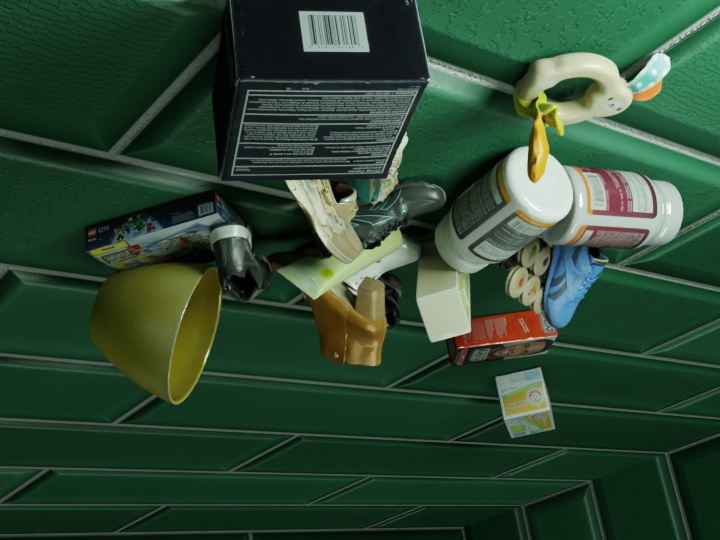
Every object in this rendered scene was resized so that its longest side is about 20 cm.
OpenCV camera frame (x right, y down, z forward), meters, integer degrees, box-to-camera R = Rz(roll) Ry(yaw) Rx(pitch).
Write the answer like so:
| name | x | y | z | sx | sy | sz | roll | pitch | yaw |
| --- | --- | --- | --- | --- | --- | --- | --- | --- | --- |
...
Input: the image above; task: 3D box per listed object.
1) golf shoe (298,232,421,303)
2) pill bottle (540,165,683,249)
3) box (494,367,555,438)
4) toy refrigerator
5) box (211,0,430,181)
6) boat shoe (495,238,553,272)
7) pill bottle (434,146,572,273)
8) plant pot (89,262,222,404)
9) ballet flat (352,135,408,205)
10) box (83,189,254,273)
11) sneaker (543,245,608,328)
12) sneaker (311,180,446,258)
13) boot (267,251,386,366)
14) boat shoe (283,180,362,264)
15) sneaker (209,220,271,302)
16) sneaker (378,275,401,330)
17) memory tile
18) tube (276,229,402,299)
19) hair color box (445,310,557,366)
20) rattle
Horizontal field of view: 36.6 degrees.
| name | x | y | z | sx | sy | sz | roll | pitch | yaw |
| --- | --- | --- | --- | --- | --- | --- | --- | --- | --- |
| golf shoe | 0.000 | 0.000 | 1.674 | 0.198 | 0.093 | 0.073 | -12 | 157 | 2 |
| pill bottle | 0.361 | -0.089 | 1.585 | 0.198 | 0.115 | 0.114 | 3 | 154 | -26 |
| box | 0.382 | 0.308 | 2.518 | 0.111 | 0.102 | 0.200 | -13 | 157 | 9 |
| toy refrigerator | 0.129 | 0.023 | 1.647 | 0.069 | 0.076 | 0.200 | -15 | -159 | 12 |
| box | -0.051 | -0.195 | 1.163 | 0.198 | 0.124 | 0.199 | -2 | 155 | -14 |
| boat shoe | 0.237 | -0.034 | 1.721 | 0.200 | 0.067 | 0.072 | 10 | 150 | -40 |
| pill bottle | 0.197 | -0.080 | 1.539 | 0.115 | 0.117 | 0.200 | 5 | 153 | -31 |
| plant pot | -0.295 | 0.071 | 1.535 | 0.141 | 0.202 | 0.200 | 16 | 158 | 8 |
| ballet flat | 0.027 | -0.153 | 1.386 | 0.064 | 0.076 | 0.200 | -36 | 168 | -18 |
| box | -0.266 | -0.044 | 1.531 | 0.198 | 0.038 | 0.137 | -15 | 157 | 11 |
| sneaker | 0.342 | 0.009 | 1.716 | 0.078 | 0.202 | 0.066 | 23 | -151 | 32 |
| sneaker | 0.027 | -0.070 | 1.541 | 0.198 | 0.080 | 0.076 | -13 | 157 | 3 |
| boot | -0.055 | 0.062 | 1.614 | 0.200 | 0.071 | 0.145 | 19 | 120 | 20 |
| boat shoe | -0.037 | -0.089 | 1.428 | 0.069 | 0.074 | 0.200 | -25 | 132 | 10 |
| sneaker | -0.165 | 0.010 | 1.531 | 0.066 | 0.091 | 0.200 | -11 | 158 | 4 |
| sneaker | 0.012 | 0.044 | 1.783 | 0.080 | 0.087 | 0.199 | -27 | 151 | 32 |
| memory tile | 0.297 | -0.009 | 1.728 | 0.017 | 0.154 | 0.200 | 23 | 178 | 35 |
| tube | -0.022 | -0.017 | 1.566 | 0.199 | 0.052 | 0.058 | -28 | -170 | -38 |
| hair color box | 0.272 | 0.131 | 2.121 | 0.198 | 0.062 | 0.102 | -8 | 156 | -7 |
| rattle | 0.292 | -0.186 | 1.315 | 0.198 | 0.144 | 0.131 | 4 | 136 | -16 |
